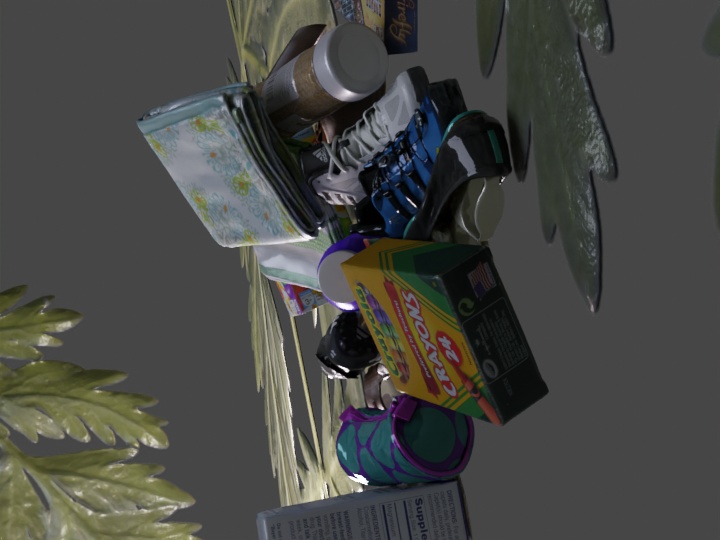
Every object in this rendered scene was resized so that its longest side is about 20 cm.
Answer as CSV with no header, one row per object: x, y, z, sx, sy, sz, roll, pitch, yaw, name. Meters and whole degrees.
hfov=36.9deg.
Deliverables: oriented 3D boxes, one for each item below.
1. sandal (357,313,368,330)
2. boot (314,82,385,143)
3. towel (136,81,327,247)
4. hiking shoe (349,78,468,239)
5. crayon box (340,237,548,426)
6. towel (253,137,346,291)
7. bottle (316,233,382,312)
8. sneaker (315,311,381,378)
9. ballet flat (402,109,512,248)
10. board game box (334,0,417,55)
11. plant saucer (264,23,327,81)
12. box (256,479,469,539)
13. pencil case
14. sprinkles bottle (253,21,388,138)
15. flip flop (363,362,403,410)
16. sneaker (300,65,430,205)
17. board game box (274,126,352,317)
0.052,0.038,1.037,0.055,0.081,0.200,56,161,-1,sandal
-0.023,-0.188,1.207,0.155,0.073,0.202,-110,21,-63,boot
-0.135,-0.101,1.112,0.199,0.048,0.172,-1,124,52,towel
0.044,-0.083,0.927,0.201,0.086,0.075,101,157,-56,hiking shoe
0.054,0.043,0.866,0.200,0.051,0.128,7,125,65,crayon box
-0.085,-0.059,1.169,0.148,0.031,0.201,12,137,36,towel
0.000,0.000,1.050,0.065,0.083,0.200,49,-172,3,bottle
-0.012,0.086,1.160,0.091,0.066,0.200,-56,0,13,sneaker
0.077,-0.040,0.865,0.201,0.067,0.069,101,147,-56,ballet flat
0.011,-0.304,1.059,0.200,0.034,0.137,-121,26,-60,board game box
-0.105,-0.231,1.366,0.201,0.032,0.200,-57,8,12,plant saucer
0.009,0.314,1.065,0.105,0.198,0.186,132,129,-76,box
0.039,0.164,1.056,0.093,0.085,0.200,48,157,-2,pencil case
-0.048,-0.180,1.058,0.199,0.068,0.069,-15,83,61,sprinkles bottle
0.029,0.133,1.193,0.200,0.057,0.082,119,141,-70,flip flop
0.004,-0.113,1.022,0.201,0.114,0.076,107,152,-62,sneaker
-0.074,-0.057,1.324,0.202,0.102,0.105,67,167,0,board game box
